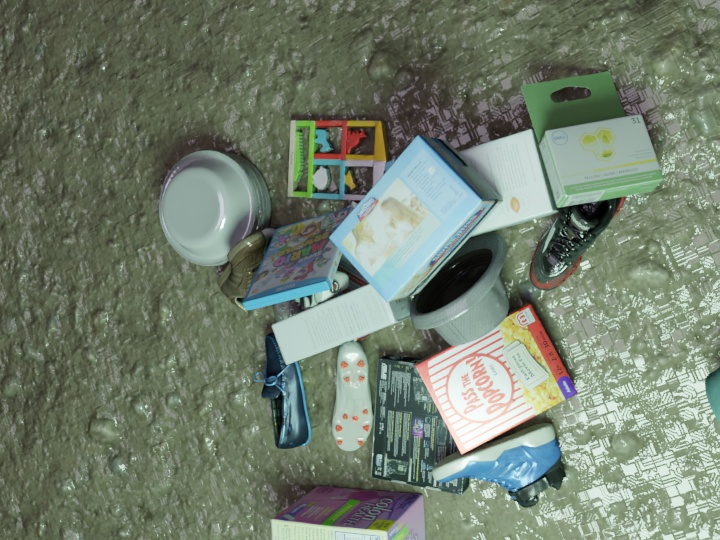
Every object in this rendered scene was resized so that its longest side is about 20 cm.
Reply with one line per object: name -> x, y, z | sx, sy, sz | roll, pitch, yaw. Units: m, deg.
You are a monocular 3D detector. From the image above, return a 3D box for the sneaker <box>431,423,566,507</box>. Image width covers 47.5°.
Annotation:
sneaker -> 0.215, 0.316, 1.246 | 0.198, 0.077, 0.112 | -18, 86, -5

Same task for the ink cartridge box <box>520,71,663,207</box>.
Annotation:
ink cartridge box -> 0.321, -0.196, 1.147 | 0.144, 0.048, 0.202 | -10, 72, -6

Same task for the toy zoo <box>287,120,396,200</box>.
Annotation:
toy zoo -> -0.028, -0.184, 1.371 | 0.198, 0.020, 0.133 | 4, 95, 22

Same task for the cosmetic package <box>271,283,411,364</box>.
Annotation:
cosmetic package -> -0.027, 0.077, 1.276 | 0.199, 0.101, 0.075 | -25, 85, 23

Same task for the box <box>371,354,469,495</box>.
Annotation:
box -> 0.102, 0.248, 1.329 | 0.158, 0.043, 0.203 | 4, 95, 23

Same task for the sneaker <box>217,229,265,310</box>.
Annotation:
sneaker -> -0.186, 0.002, 1.389 | 0.076, 0.070, 0.200 | 51, 150, 7

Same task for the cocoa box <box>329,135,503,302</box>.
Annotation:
cocoa box -> 0.080, -0.074, 1.166 | 0.133, 0.131, 0.200 | 47, 110, 12

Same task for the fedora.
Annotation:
fedora -> 0.164, 0.041, 1.236 | 0.176, 0.200, 0.091 | -29, 109, 31

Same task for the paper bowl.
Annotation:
paper bowl -> -0.264, -0.109, 1.432 | 0.198, 0.104, 0.203 | 1, 92, 23

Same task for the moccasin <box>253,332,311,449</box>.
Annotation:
moccasin -> -0.136, 0.207, 1.400 | 0.080, 0.068, 0.202 | -24, 80, 64

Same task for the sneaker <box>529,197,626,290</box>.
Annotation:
sneaker -> 0.309, -0.055, 1.194 | 0.071, 0.098, 0.201 | 39, 108, 14

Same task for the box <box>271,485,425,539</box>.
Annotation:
box -> -0.016, 0.426, 1.318 | 0.198, 0.176, 0.098 | -1, 93, 23

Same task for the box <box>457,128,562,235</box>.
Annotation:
box -> 0.188, -0.122, 1.241 | 0.198, 0.097, 0.126 | -15, 88, 23

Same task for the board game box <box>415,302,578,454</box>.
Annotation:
board game box -> 0.204, 0.163, 1.244 | 0.199, 0.046, 0.153 | -29, 87, 5

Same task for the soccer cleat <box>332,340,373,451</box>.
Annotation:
soccer cleat -> -0.012, 0.207, 1.369 | 0.068, 0.078, 0.202 | 1, 114, -2

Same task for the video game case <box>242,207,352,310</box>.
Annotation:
video game case -> -0.091, -0.021, 1.256 | 0.142, 0.201, 0.018 | -14, 122, 22

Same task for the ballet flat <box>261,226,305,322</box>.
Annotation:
ballet flat -> -0.132, 0.021, 1.420 | 0.067, 0.046, 0.202 | -18, 92, 0

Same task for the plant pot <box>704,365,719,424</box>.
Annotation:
plant pot -> 0.565, 0.149, 1.057 | 0.188, 0.199, 0.201 | -43, 77, 35

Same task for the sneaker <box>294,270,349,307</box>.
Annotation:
sneaker -> -0.087, 0.009, 1.323 | 0.199, 0.088, 0.075 | 26, 125, 54

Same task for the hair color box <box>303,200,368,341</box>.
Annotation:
hair color box -> 0.000, 0.000, 1.348 | 0.110, 0.064, 0.202 | 30, 103, 19
